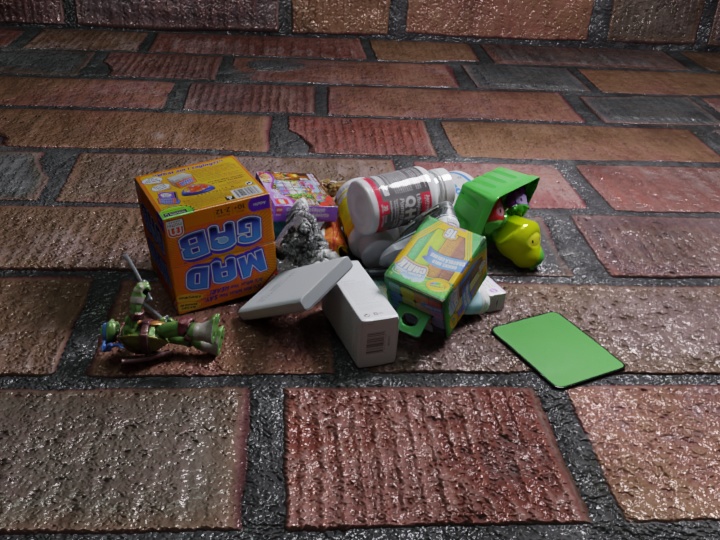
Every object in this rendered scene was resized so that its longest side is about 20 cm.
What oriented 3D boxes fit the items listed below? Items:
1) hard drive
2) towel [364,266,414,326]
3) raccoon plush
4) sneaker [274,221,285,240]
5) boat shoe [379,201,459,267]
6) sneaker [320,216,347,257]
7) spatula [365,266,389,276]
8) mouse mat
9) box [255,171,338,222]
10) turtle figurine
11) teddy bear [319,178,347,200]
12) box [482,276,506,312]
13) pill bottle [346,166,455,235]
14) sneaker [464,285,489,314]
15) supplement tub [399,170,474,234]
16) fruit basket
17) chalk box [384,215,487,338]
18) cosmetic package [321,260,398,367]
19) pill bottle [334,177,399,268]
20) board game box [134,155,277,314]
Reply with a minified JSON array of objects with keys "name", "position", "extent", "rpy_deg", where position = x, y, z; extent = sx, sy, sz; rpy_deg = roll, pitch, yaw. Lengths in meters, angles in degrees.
[{"name":"hard drive","position":[-0.117,0.033,1.416],"extent":[0.200,0.026,0.132],"rpy_deg":[-11,27,50]},{"name":"towel","position":[0.060,0.050,1.542],"extent":[0.146,0.022,0.200],"rpy_deg":[-9,34,-19]},{"name":"raccoon plush","position":[-0.080,-0.056,1.555],"extent":[0.134,0.097,0.200],"rpy_deg":[40,39,-19]},{"name":"sneaker","position":[-0.236,-0.122,1.757],"extent":[0.121,0.084,0.200],"rpy_deg":[-6,31,-36]},{"name":"boat shoe","position":[0.116,-0.064,1.553],"extent":[0.072,0.200,0.071],"rpy_deg":[30,46,-32]},{"name":"sneaker","position":[-0.062,-0.054,1.682],"extent":[0.077,0.073,0.200],"rpy_deg":[32,27,-8]},{"name":"spatula","position":[0.000,0.000,1.567],"extent":[0.200,0.021,0.057],"rpy_deg":[1,59,-1]},{"name":"mouse mat","position":[0.350,0.137,1.432],"extent":[0.161,0.008,0.200],"rpy_deg":[-12,34,-25]},{"name":"box","position":[-0.141,-0.160,1.728],"extent":[0.137,0.039,0.200],"rpy_deg":[-1,27,-20]},{"name":"turtle figurine","position":[-0.325,0.068,1.344],"extent":[0.194,0.144,0.200],"rpy_deg":[10,33,3]},{"name":"teddy bear","position":[-0.036,-0.178,1.904],"extent":[0.200,0.067,0.145],"rpy_deg":[-1,20,6]},{"name":"box","position":[0.218,0.015,1.601],"extent":[0.039,0.042,0.200],"rpy_deg":[-10,31,-23]},{"name":"pill bottle","position":[0.083,-0.144,1.586],"extent":[0.200,0.111,0.111],"rpy_deg":[-16,35,-24]},{"name":"sneaker","position":[0.156,0.020,1.540],"extent":[0.082,0.074,0.200],"rpy_deg":[-3,27,-40]},{"name":"supplement tub","position":[0.170,-0.133,1.765],"extent":[0.132,0.132,0.200],"rpy_deg":[22,35,30]},{"name":"fruit basket","position":[0.313,-0.105,1.678],"extent":[0.215,0.156,0.216],"rpy_deg":[13,35,-9]},{"name":"chalk box","position":[0.125,0.026,1.421],"extent":[0.124,0.124,0.200],"rpy_deg":[23,60,24]},{"name":"cosmetic package","position":[-0.005,0.073,1.414],"extent":[0.074,0.102,0.200],"rpy_deg":[-6,32,-19]},{"name":"pill bottle","position":[0.017,-0.098,1.686],"extent":[0.109,0.109,0.200],"rpy_deg":[-4,43,-14]},{"name":"board game box","position":[-0.290,-0.073,1.521],"extent":[0.200,0.200,0.200],"rpy_deg":[-17,35,-22]}]
